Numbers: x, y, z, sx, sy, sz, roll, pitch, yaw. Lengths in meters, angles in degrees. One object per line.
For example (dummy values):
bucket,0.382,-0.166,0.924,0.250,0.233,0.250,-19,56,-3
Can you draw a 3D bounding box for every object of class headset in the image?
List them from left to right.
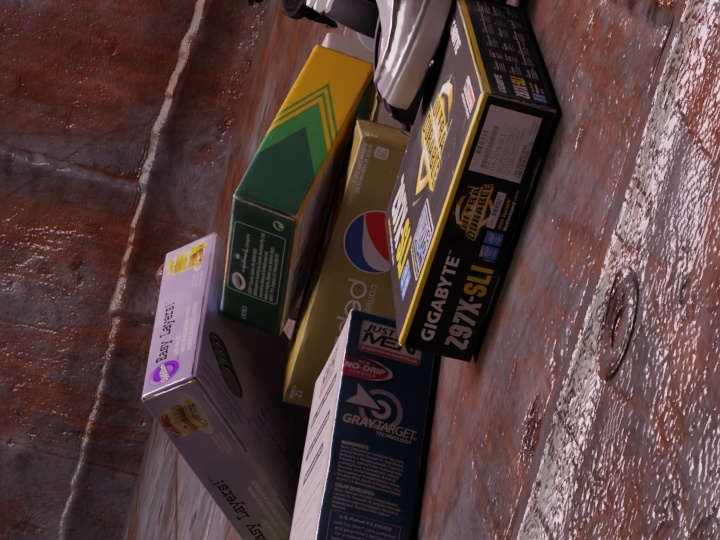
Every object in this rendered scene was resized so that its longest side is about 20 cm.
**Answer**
headset,-0.014,-0.197,1.618,0.200,0.123,0.094,39,116,37

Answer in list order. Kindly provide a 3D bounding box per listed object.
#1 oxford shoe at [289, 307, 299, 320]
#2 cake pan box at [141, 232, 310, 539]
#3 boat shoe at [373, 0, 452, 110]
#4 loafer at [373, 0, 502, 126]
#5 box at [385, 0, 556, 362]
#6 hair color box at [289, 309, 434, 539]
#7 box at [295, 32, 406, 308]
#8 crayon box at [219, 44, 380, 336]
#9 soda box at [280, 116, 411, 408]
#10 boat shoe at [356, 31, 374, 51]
oxford shoe,-0.052,-0.010,1.881,0.200,0.084,0.073,-101,25,-75
cake pan box,-0.083,0.101,1.638,0.201,0.052,0.185,57,-159,-31
boat shoe,0.028,-0.202,1.397,0.072,0.068,0.202,150,133,-81
loafer,0.058,-0.177,1.483,0.063,0.071,0.201,-96,24,-56
box,0.061,-0.060,1.325,0.200,0.049,0.161,-94,19,-66
hair color box,-0.003,0.136,1.363,0.100,0.060,0.201,117,165,-55
box,-0.015,-0.074,1.755,0.095,0.077,0.201,118,164,-61
crayon box,-0.040,-0.069,1.608,0.126,0.051,0.201,100,-168,-48
soda box,0.000,0.000,1.574,0.068,0.064,0.201,-102,27,-73
boat shoe,0.052,-0.255,1.673,0.066,0.069,0.201,-73,2,-56
